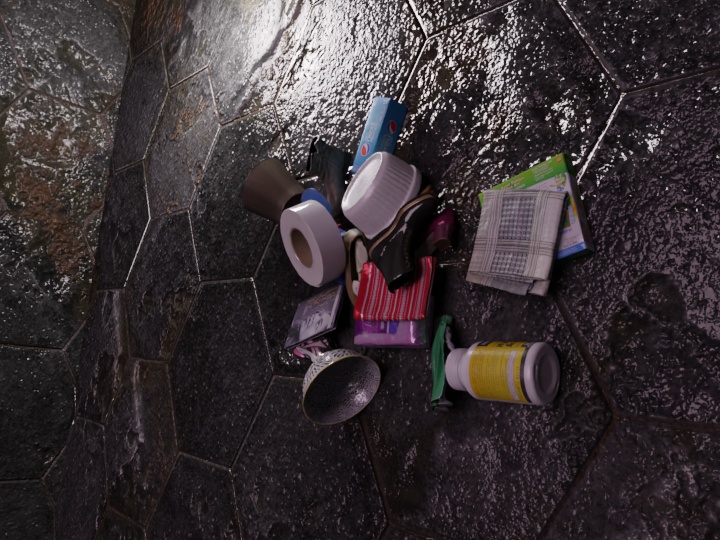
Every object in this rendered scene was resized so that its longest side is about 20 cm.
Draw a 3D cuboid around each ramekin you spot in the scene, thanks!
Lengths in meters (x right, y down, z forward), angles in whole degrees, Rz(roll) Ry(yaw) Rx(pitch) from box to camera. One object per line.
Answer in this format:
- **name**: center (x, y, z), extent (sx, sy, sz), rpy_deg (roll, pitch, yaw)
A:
- **ramekin**: center (0.042, -0.180, 1.410), extent (0.200, 0.104, 0.201), rpy_deg (-48, 23, 28)

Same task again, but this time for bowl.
- **bowl**: center (-0.060, 0.250, 1.402), extent (0.202, 0.199, 0.094), rpy_deg (-60, 42, 17)

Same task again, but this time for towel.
- **towel**: center (0.072, 0.041, 1.336), extent (0.198, 0.022, 0.147), rpy_deg (-5, 65, 40)
- **towel**: center (0.293, -0.058, 1.160), extent (0.191, 0.034, 0.203), rpy_deg (11, 89, 47)

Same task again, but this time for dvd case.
- **dvd case**: center (-0.117, 0.117, 1.582), extent (0.199, 0.016, 0.150), rpy_deg (-26, 36, 40)

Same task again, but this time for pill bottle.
- **pill bottle**: center (0.261, 0.190, 1.135), extent (0.198, 0.110, 0.113), rpy_deg (-6, 75, 45)

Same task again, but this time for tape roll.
- **tape roll**: center (-0.118, -0.066, 1.484), extent (0.202, 0.070, 0.205), rpy_deg (40, 143, 38)

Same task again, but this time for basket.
- **basket**: center (-0.234, -0.210, 1.754), extent (0.200, 0.135, 0.182), rpy_deg (38, 103, 41)

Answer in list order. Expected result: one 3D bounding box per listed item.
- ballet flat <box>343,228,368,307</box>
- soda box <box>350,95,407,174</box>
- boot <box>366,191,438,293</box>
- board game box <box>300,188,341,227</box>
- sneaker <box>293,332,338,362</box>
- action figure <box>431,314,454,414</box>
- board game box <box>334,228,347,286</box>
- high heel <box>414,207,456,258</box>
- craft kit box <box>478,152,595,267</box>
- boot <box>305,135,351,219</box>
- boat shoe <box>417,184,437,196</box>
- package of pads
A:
- **ballet flat**: center (0.000, 0.000, 1.455), extent (0.072, 0.067, 0.204), rpy_deg (-167, 72, -71)
- **soda box**: center (0.047, -0.330, 1.526), extent (0.064, 0.067, 0.203), rpy_deg (25, 99, 47)
- **boot**: center (0.112, -0.056, 1.298), extent (0.200, 0.077, 0.139), rpy_deg (-48, 43, 23)
- **board game box**: center (-0.092, -0.128, 1.608), extent (0.157, 0.039, 0.203), rpy_deg (23, 131, 52)
- **sneaker**: center (-0.093, 0.198, 1.540), extent (0.198, 0.080, 0.088), rpy_deg (14, 80, 42)
- **action figure**: center (0.174, 0.185, 1.256), extent (0.119, 0.054, 0.203), rpy_deg (99, 178, -63)
- **board game box**: center (-0.094, -0.059, 1.574), extent (0.199, 0.044, 0.136), rpy_deg (30, 137, 47)
- **high heel**: center (0.142, -0.067, 1.382), extent (0.199, 0.067, 0.097), rpy_deg (-24, 39, 42)
- **craft kit box**: center (0.337, -0.096, 1.178), extent (0.199, 0.048, 0.201), rpy_deg (-24, 66, 41)
- **boot**: center (-0.098, -0.248, 1.614), extent (0.067, 0.130, 0.204), rpy_deg (-4, 77, 46)
- **boat shoe**: center (0.118, -0.110, 1.405), extent (0.070, 0.070, 0.200), rpy_deg (44, 122, 2)
- **package of pads**: center (0.077, 0.114, 1.377), extent (0.198, 0.075, 0.123), rpy_deg (-6, 71, 45)
